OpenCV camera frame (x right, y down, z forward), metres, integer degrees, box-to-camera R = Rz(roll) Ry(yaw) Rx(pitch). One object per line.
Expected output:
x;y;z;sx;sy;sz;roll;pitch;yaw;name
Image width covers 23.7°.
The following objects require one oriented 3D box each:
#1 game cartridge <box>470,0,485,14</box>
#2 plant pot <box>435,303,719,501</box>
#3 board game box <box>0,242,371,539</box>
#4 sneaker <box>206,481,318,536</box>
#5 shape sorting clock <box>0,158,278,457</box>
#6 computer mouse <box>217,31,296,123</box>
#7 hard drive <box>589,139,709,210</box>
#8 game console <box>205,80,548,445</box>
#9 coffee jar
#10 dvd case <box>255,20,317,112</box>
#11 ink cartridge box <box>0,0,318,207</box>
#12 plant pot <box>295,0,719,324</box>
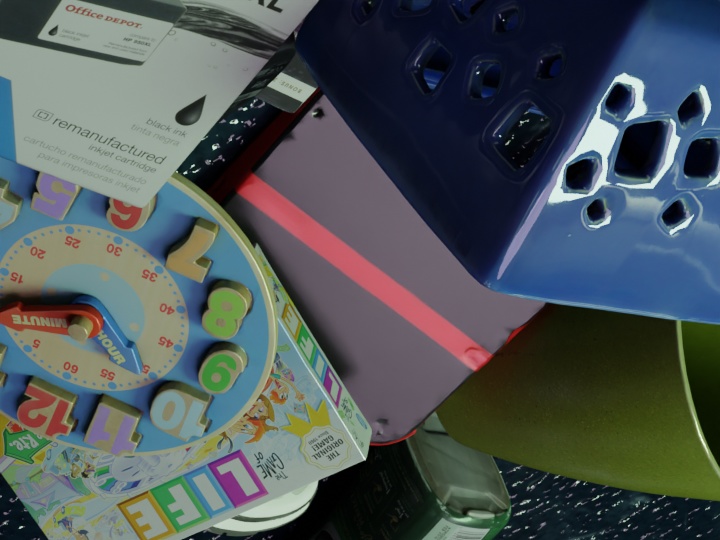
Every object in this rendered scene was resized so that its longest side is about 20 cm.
0.037;-0.186;0.820;0.132;0.041;0.201;-15;141;-23;game cartridge
0.147;0.055;1.072;0.199;0.188;0.187;-8;155;35;plant pot
-0.112;0.085;0.984;0.199;0.034;0.135;-26;111;17;board game box
-0.083;0.099;1.074;0.200;0.076;0.115;17;127;-40;sneaker
-0.141;0.020;0.900;0.198;0.039;0.201;8;129;9;shape sorting clock
-0.104;-0.074;0.881;0.200;0.034;0.059;-37;174;33;computer mouse
0.206;-0.018;1.152;0.131;0.026;0.201;-12;140;-19;hard drive
0.000;0.000;0.991;0.200;0.031;0.177;36;109;-24;game console
0.017;0.199;1.230;0.085;0.105;0.200;11;130;-36;coffee jar
-0.022;-0.172;0.842;0.148;0.016;0.200;20;122;-46;dvd case
-0.105;-0.137;0.742;0.144;0.085;0.200;20;131;-32;ink cartridge box
0.120;-0.107;0.781;0.199;0.200;0.180;8;124;-38;plant pot
